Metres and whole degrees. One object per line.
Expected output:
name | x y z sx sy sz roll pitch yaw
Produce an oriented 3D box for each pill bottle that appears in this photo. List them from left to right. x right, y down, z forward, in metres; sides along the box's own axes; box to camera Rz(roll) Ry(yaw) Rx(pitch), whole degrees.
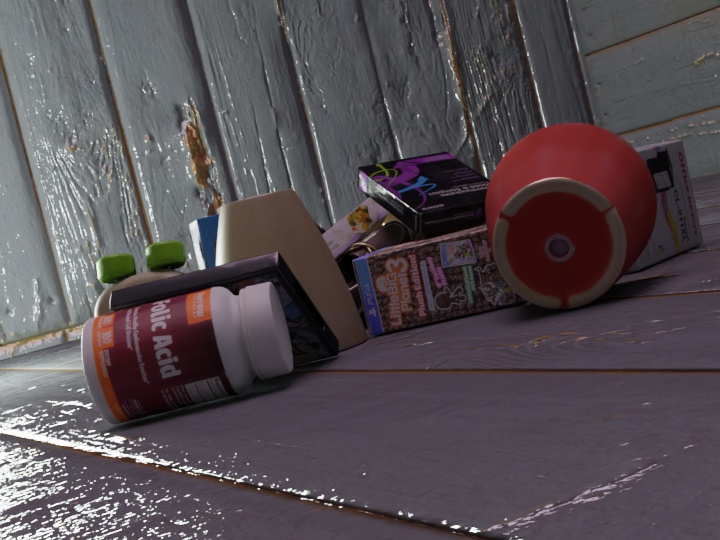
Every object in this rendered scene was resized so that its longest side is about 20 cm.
pill bottle | -0.176 0.082 1.353 0.198 0.115 0.114 -14 3 3

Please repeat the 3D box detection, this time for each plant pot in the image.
plant pot | -0.105 0.008 1.606 0.186 0.202 0.187 -14 2 1
plant pot | 0.224 -0.049 1.439 0.199 0.202 0.177 -13 13 16

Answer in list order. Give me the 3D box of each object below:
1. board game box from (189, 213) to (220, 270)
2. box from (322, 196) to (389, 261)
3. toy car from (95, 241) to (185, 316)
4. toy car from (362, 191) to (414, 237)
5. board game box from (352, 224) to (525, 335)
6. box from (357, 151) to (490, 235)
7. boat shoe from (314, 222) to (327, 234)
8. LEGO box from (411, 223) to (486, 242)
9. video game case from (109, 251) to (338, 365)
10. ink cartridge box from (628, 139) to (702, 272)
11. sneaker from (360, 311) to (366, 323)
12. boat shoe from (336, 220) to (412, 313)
board game box | -0.194 0.019 1.895 0.055 0.198 0.200 -14 3 -10
box | -0.027 -0.042 1.818 0.200 0.039 0.042 -41 -11 -47
toy car | -0.281 0.064 1.932 0.156 0.166 0.200 -13 -13 16
toy car | 0.076 -0.061 2.100 0.163 0.202 0.158 -13 2 12
board game box | 0.111 0.005 1.655 0.198 0.098 0.159 -13 3 15
box | 0.099 -0.107 1.771 0.142 0.036 0.200 -12 28 -22
boat shoe | -0.076 -0.038 1.883 0.198 0.065 0.073 10 1 17
LEGO box | 0.164 -0.039 1.855 0.148 0.078 0.200 19 10 12
video game case | -0.147 0.060 1.449 0.198 0.026 0.181 -13 -39 15
ink cartridge box | 0.353 -0.083 1.690 0.082 0.147 0.199 -10 5 40
sneaker | 0.036 0.031 1.859 0.200 0.068 0.108 -10 2 13
boat shoe | 0.000 0.000 1.776 0.072 0.060 0.200 28 63 31
